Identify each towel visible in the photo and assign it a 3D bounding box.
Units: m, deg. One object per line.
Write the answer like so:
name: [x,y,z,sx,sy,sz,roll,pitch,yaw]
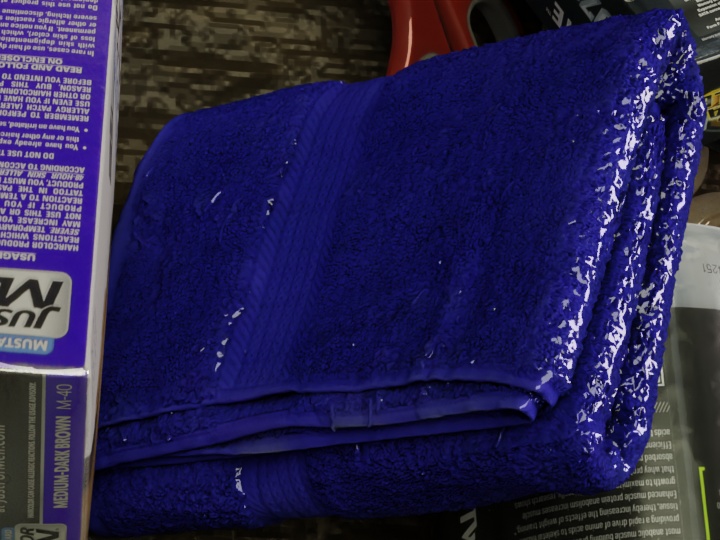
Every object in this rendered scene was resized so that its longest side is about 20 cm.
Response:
towel: [0.000,0.000,0.726,0.049,0.199,0.149,35,57,-41]

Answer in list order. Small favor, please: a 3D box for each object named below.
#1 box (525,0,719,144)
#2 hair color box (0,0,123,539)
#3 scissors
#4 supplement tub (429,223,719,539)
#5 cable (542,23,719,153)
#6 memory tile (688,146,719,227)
box: [0.138,-0.132,0.821,0.199,0.046,0.159,-21,57,-22]
hair color box: [-0.101,-0.022,0.719,0.064,0.110,0.201,5,53,-4]
scissors: [0.014,-0.120,0.816,0.073,0.014,0.202,-24,103,-39]
supplement tub: [0.082,0.097,0.739,0.121,0.123,0.202,2,67,-14]
cable: [0.124,-0.059,0.810,0.096,0.051,0.200,-18,43,-13]
memory tile: [0.176,-0.009,0.865,0.153,0.017,0.200,-33,80,-23]
